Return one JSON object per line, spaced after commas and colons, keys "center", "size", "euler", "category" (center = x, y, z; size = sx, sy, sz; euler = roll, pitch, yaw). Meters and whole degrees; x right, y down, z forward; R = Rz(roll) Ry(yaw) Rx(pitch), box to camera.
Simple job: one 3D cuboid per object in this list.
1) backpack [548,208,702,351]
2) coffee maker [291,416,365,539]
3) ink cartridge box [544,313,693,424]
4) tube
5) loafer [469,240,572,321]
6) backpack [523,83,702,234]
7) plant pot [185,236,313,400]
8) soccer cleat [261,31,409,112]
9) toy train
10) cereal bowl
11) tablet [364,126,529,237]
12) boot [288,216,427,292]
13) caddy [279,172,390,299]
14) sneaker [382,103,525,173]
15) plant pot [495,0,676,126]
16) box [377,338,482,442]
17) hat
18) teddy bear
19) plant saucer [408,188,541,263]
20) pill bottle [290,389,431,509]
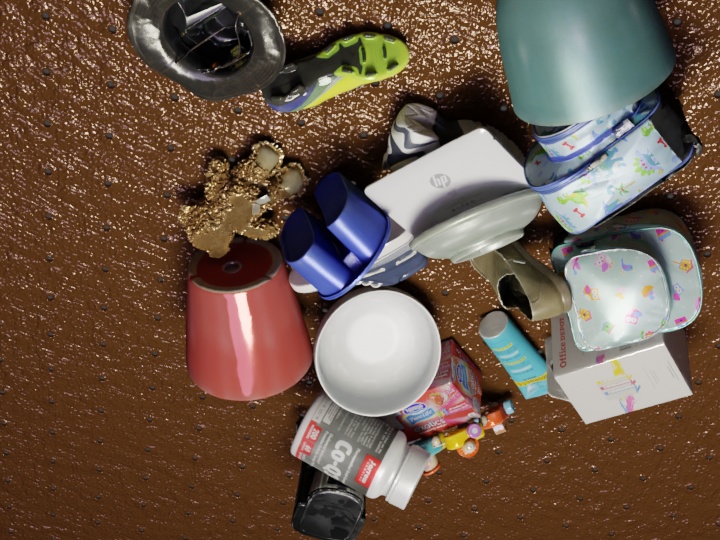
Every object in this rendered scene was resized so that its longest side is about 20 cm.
{"center": [0.375, 0.012, 1.679], "size": [0.197, 0.153, 0.178], "euler": [-16, 102, 11], "category": "backpack"}
{"center": [-0.041, 0.351, 2.035], "size": [0.133, 0.202, 0.194], "euler": [-1, 134, 9], "category": "coffee maker"}
{"center": [0.379, 0.128, 1.818], "size": [0.198, 0.130, 0.126], "euler": [-20, 129, 25], "category": "ink cartridge box"}
{"center": [0.253, 0.140, 1.907], "size": [0.077, 0.051, 0.200], "euler": [-15, 136, 30], "category": "tube"}
{"center": [0.210, 0.007, 1.692], "size": [0.067, 0.199, 0.077], "euler": [-26, 125, -25], "category": "loafer"}
{"center": [0.293, -0.162, 1.498], "size": [0.200, 0.184, 0.147], "euler": [-40, 109, 22], "category": "backpack"}
{"center": [-0.175, 0.062, 1.792], "size": [0.197, 0.202, 0.179], "euler": [0, 126, 7], "category": "plant pot"}
{"center": [-0.031, -0.255, 1.557], "size": [0.197, 0.066, 0.084], "euler": [-17, 173, 8], "category": "soccer cleat"}
{"center": [0.158, 0.275, 1.960], "size": [0.198, 0.150, 0.056], "euler": [-23, 90, 15], "category": "toy train"}
{"center": [0.022, 0.115, 1.856], "size": [0.197, 0.083, 0.203], "euler": [-2, 106, -7], "category": "cereal bowl"}
{"center": [0.117, -0.111, 1.591], "size": [0.199, 0.014, 0.130], "euler": [-26, 133, 32], "category": "tablet"}
{"center": [0.000, 0.000, 1.760], "size": [0.198, 0.073, 0.091], "euler": [-24, 132, 8], "category": "boot"}
{"center": [-0.028, -0.043, 1.658], "size": [0.105, 0.200, 0.141], "euler": [40, 101, -22], "category": "caddy"}
{"center": [0.119, -0.136, 1.633], "size": [0.197, 0.080, 0.130], "euler": [15, 142, -17], "category": "sneaker"}
{"center": [0.246, -0.290, 1.392], "size": [0.198, 0.202, 0.162], "euler": [-14, 120, 19], "category": "plant pot"}
{"center": [0.089, 0.202, 1.947], "size": [0.198, 0.096, 0.100], "euler": [-23, 129, 27], "category": "box"}
{"center": [-0.185, -0.309, 1.500], "size": [0.197, 0.082, 0.202], "euler": [4, 140, 3], "category": "hat"}
{"center": [-0.166, -0.106, 1.715], "size": [0.143, 0.067, 0.201], "euler": [19, 127, -24], "category": "teddy bear"}
{"center": [0.164, -0.052, 1.637], "size": [0.198, 0.199, 0.051], "euler": [-25, 83, 27], "category": "plant saucer"}
{"center": [0.002, 0.280, 1.875], "size": [0.198, 0.114, 0.115], "euler": [27, 135, 8], "category": "pill bottle"}
